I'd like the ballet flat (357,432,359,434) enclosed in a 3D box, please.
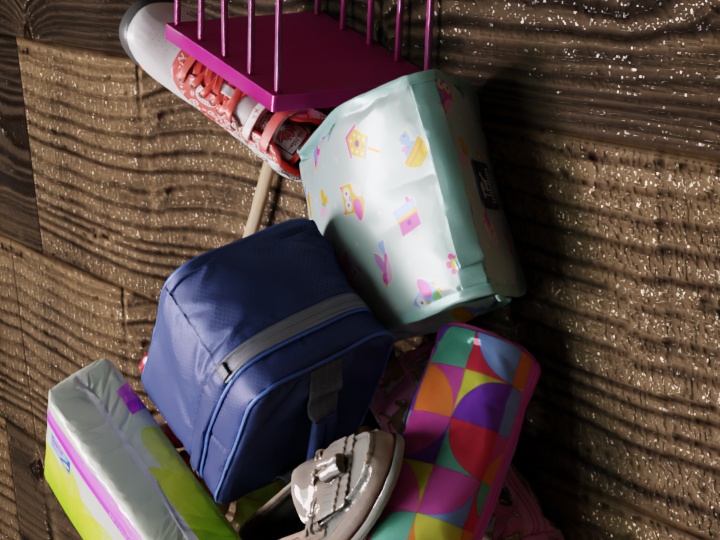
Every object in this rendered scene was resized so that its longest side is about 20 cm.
[{"bbox_3d":[-0.018,0.190,1.856,0.068,0.072,0.201,28,118,31],"label":"ballet flat"}]

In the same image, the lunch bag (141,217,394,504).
[{"bbox_3d":[-0.066,0.078,1.599,0.133,0.135,0.200,55,153,24],"label":"lunch bag"}]

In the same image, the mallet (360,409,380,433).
[{"bbox_3d":[-0.010,0.158,1.704,0.041,0.201,0.066,-21,121,35],"label":"mallet"}]

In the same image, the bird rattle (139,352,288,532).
[{"bbox_3d":[-0.120,0.156,1.764,0.200,0.163,0.113,49,-168,-6],"label":"bird rattle"}]

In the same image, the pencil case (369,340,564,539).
[{"bbox_3d":[0.075,0.145,1.644,0.201,0.082,0.087,62,178,31],"label":"pencil case"}]

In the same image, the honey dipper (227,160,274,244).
[{"bbox_3d":[-0.089,-0.054,1.961,0.038,0.038,0.201,59,145,35],"label":"honey dipper"}]

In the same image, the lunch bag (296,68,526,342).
[{"bbox_3d":[0.041,-0.042,1.594,0.200,0.121,0.172,147,110,-69],"label":"lunch bag"}]

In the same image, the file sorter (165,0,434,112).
[{"bbox_3d":[-0.044,-0.212,1.682,0.200,0.138,0.126,37,130,55],"label":"file sorter"}]

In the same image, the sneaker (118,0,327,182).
[{"bbox_3d":[-0.097,-0.143,1.790,0.067,0.201,0.108,-52,33,-1],"label":"sneaker"}]

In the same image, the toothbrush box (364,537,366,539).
[{"bbox_3d":[0.000,0.282,1.713,0.085,0.201,0.146,38,162,-12],"label":"toothbrush box"}]

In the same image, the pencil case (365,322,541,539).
[{"bbox_3d":[0.066,0.139,1.547,0.088,0.088,0.201,-7,64,65],"label":"pencil case"}]

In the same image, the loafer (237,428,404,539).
[{"bbox_3d":[-0.031,0.165,1.566,0.200,0.062,0.072,126,162,-53],"label":"loafer"}]

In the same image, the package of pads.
[{"bbox_3d":[-0.163,0.184,1.678,0.200,0.068,0.155,53,157,18],"label":"package of pads"}]
